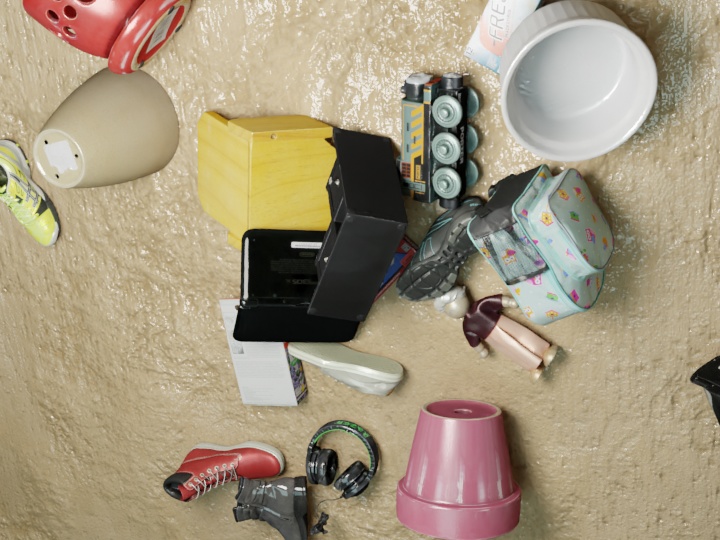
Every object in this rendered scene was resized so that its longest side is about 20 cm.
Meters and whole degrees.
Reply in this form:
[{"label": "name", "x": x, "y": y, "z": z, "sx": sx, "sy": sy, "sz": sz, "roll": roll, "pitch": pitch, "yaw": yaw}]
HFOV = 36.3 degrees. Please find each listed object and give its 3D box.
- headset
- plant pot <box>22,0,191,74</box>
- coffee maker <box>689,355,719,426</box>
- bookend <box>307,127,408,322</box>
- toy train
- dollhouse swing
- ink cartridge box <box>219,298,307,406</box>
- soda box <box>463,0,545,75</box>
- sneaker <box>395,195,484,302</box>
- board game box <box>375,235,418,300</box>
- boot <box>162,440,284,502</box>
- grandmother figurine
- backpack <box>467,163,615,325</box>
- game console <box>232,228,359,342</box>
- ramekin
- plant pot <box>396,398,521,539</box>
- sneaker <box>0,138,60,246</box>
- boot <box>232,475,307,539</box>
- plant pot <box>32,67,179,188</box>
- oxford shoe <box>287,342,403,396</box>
[{"label": "headset", "x": -0.044, "y": 0.356, "z": 1.883, "sx": 0.123, "sy": 0.094, "sz": 0.201, "roll": 22, "pitch": 114, "yaw": 13}, {"label": "plant pot", "x": -0.363, "y": -0.401, "z": 1.609, "sx": 0.182, "sy": 0.200, "sz": 0.201, "roll": 41, "pitch": 122, "yaw": -2}, {"label": "coffee maker", "x": 0.559, "y": 0.230, "z": 1.509, "sx": 0.134, "sy": 0.192, "sz": 0.201, "roll": -22, "pitch": 106, "yaw": 13}, {"label": "bookend", "x": -0.016, "y": -0.068, "z": 1.620, "sx": 0.092, "sy": 0.201, "sz": 0.199, "roll": 9, "pitch": 132, "yaw": -17}, {"label": "toy train", "x": 0.107, "y": -0.187, "z": 1.577, "sx": 0.114, "sy": 0.085, "sz": 0.201, "roll": 12, "pitch": 117, "yaw": 28}, {"label": "dollhouse swing", "x": -0.149, "y": -0.153, "z": 1.728, "sx": 0.181, "sy": 0.176, "sz": 0.201, "roll": -7, "pitch": 117, "yaw": -19}, {"label": "ink cartridge box", "x": -0.164, "y": 0.130, "z": 1.857, "sx": 0.108, "sy": 0.050, "sz": 0.201, "roll": -2, "pitch": 111, "yaw": 24}, {"label": "soda box", "x": 0.211, "y": -0.363, "z": 1.453, "sx": 0.063, "sy": 0.068, "sz": 0.201, "roll": 30, "pitch": 122, "yaw": 8}, {"label": "sneaker", "x": 0.125, "y": -0.030, "z": 1.643, "sx": 0.075, "sy": 0.079, "sz": 0.200, "roll": 30, "pitch": 124, "yaw": -23}, {"label": "board game box", "x": 0.000, "y": 0.000, "z": 1.744, "sx": 0.103, "sy": 0.019, "sz": 0.200, "roll": 43, "pitch": 122, "yaw": 1}, {"label": "boot", "x": -0.243, "y": 0.366, "z": 1.945, "sx": 0.199, "sy": 0.144, "sz": 0.073, "roll": -4, "pitch": 110, "yaw": 23}, {"label": "grandmother figurine", "x": 0.202, "y": 0.085, "z": 1.675, "sx": 0.199, "sy": 0.061, "sz": 0.122, "roll": 32, "pitch": 113, "yaw": 4}, {"label": "backpack", "x": 0.264, "y": -0.032, "z": 1.524, "sx": 0.153, "sy": 0.176, "sz": 0.201, "roll": -17, "pitch": 110, "yaw": 33}, {"label": "game console", "x": -0.095, "y": 0.027, "z": 1.720, "sx": 0.199, "sy": 0.116, "sz": 0.177, "roll": 1, "pitch": 89, "yaw": -14}, {"label": "ramekin", "x": 0.275, "y": -0.251, "z": 1.426, "sx": 0.199, "sy": 0.098, "sz": 0.201, "roll": -1, "pitch": 126, "yaw": -2}, {"label": "plant pot", "x": 0.155, "y": 0.304, "z": 1.728, "sx": 0.199, "sy": 0.200, "sz": 0.180, "roll": 4, "pitch": 99, "yaw": 22}, {"label": "sneaker", "x": -0.597, "y": -0.126, "z": 1.908, "sx": 0.075, "sy": 0.076, "sz": 0.201, "roll": -22, "pitch": 104, "yaw": 28}, {"label": "boot", "x": -0.160, "y": 0.439, "z": 1.955, "sx": 0.131, "sy": 0.070, "sz": 0.201, "roll": -1, "pitch": 119, "yaw": -3}, {"label": "plant pot", "x": -0.415, "y": -0.207, "z": 1.720, "sx": 0.186, "sy": 0.200, "sz": 0.188, "roll": 9, "pitch": 116, "yaw": 19}, {"label": "oxford shoe", "x": -0.028, "y": 0.160, "z": 1.799, "sx": 0.199, "sy": 0.075, "sz": 0.058, "roll": 16, "pitch": 117, "yaw": 11}]
